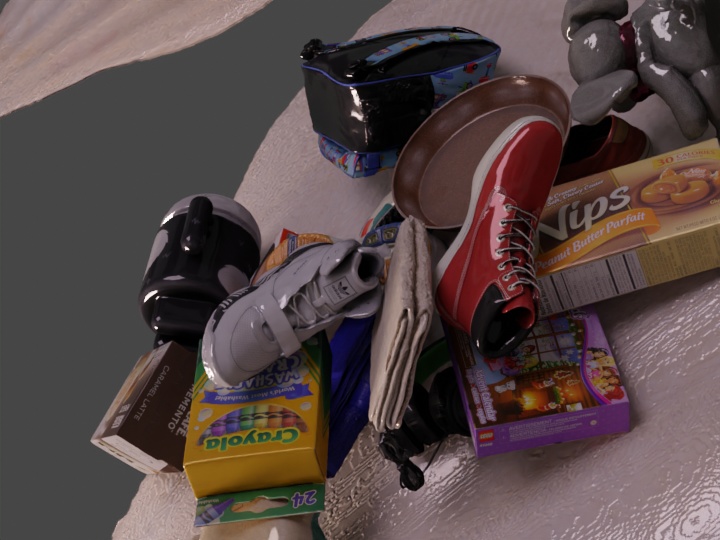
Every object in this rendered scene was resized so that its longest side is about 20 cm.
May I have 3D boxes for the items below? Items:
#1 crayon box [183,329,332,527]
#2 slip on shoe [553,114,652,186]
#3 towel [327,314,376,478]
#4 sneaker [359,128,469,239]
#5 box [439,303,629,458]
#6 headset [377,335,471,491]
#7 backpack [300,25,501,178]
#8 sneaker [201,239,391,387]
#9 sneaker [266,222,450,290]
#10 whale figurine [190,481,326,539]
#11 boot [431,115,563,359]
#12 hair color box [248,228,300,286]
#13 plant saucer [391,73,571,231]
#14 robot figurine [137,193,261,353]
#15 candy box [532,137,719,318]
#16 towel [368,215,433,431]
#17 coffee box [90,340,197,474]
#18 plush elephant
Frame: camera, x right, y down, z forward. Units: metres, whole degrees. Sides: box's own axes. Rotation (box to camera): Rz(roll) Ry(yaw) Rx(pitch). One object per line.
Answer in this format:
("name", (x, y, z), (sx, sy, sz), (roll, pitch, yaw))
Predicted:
("crayon box", (-0.094, 0.140, 1.603), (0.125, 0.052, 0.201), (-8, 41, 8))
("slip on shoe", (0.193, -0.108, 1.713), (0.199, 0.061, 0.074), (-17, 46, 38))
("towel", (-0.021, 0.109, 1.707), (0.201, 0.049, 0.147), (-58, 20, -17))
("sneaker", (0.073, -0.088, 1.814), (0.200, 0.070, 0.093), (-45, 20, -8))
("box", (0.151, 0.074, 1.542), (0.136, 0.039, 0.201), (-10, 40, -3))
("headset", (0.065, 0.120, 1.594), (0.123, 0.094, 0.201), (-21, 31, 33))
("backpack", (0.054, -0.193, 1.878), (0.199, 0.136, 0.182), (-15, 20, -18))
("sneaker", (-0.056, 0.032, 1.588), (0.115, 0.075, 0.200), (-13, 23, 50))
("sneaker", (0.000, 0.000, 1.731), (0.199, 0.088, 0.076), (-5, 81, 34))
("whale figurine", (-0.089, 0.242, 1.616), (0.159, 0.104, 0.201), (-31, 46, 24))
("boot", (0.138, -0.028, 1.480), (0.201, 0.072, 0.144), (-65, 24, 10))
("hair color box", (-0.091, 0.066, 1.801), (0.102, 0.061, 0.201), (-55, 17, 45))
("plant saucer", (0.124, -0.109, 1.691), (0.199, 0.035, 0.201), (-24, 38, 21))
("robot figurine", (-0.180, 0.006, 1.920), (0.150, 0.124, 0.201), (-33, 33, 39))
("candy box", (0.241, -0.039, 1.551), (0.199, 0.055, 0.116), (-17, 39, 13))
("towel", (0.037, 0.047, 1.542), (0.200, 0.034, 0.133), (-88, 12, -64))
("coffee box", (-0.210, 0.147, 1.801), (0.115, 0.079, 0.200), (-61, 10, -13))
("plush elephant", (0.265, -0.194, 1.605), (0.154, 0.200, 0.166), (-13, 54, 33))
